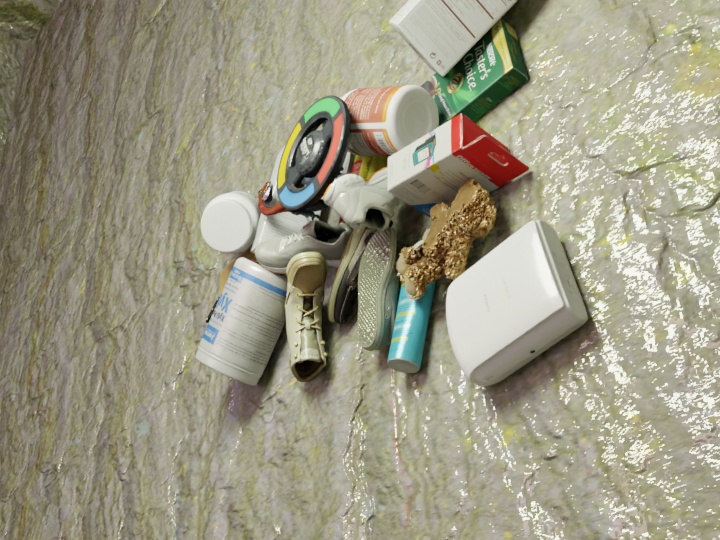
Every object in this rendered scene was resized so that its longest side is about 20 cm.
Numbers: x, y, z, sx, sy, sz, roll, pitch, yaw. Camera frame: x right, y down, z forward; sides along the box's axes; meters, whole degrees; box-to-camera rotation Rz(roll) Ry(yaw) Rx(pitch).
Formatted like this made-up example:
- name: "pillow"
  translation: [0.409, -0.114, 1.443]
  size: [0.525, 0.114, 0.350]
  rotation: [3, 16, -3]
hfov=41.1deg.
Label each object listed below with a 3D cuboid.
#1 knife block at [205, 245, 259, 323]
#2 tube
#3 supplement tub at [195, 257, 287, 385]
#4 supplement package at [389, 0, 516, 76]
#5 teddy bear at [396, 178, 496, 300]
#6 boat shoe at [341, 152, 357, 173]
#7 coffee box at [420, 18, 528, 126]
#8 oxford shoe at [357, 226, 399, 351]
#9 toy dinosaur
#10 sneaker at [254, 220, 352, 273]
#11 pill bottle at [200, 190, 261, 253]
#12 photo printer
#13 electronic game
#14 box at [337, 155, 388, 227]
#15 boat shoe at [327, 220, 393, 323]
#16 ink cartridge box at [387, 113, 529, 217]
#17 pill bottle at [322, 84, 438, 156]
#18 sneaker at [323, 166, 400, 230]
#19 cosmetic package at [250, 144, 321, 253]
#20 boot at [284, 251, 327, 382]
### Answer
- name: "knife block"
  translation: [-0.220, 0.062, 1.843]
  size: [0.199, 0.063, 0.178]
  rotation: [-34, 46, 34]
- name: "tube"
  translation: [0.084, 0.057, 1.485]
  size: [0.076, 0.050, 0.203]
  rotation: [-10, 55, 36]
- name: "supplement tub"
  translation: [-0.205, 0.092, 1.750]
  size: [0.131, 0.131, 0.203]
  rotation: [19, 84, 54]
- name: "supplement package"
  translation: [0.158, -0.434, 1.563]
  size: [0.200, 0.117, 0.117]
  rotation: [-45, 14, 8]
- name: "teddy bear"
  translation: [0.131, -0.041, 1.453]
  size: [0.201, 0.066, 0.145]
  rotation: [-54, 25, 2]
- name: "boat shoe"
  translation: [-0.021, -0.212, 1.748]
  size: [0.067, 0.073, 0.203]
  rotation: [0, 78, 42]
- name: "coffee box"
  translation: [0.179, -0.307, 1.576]
  size: [0.199, 0.044, 0.125]
  rotation: [-35, 45, 35]
- name: "oxford shoe"
  translation: [0.035, 0.031, 1.534]
  size: [0.075, 0.057, 0.204]
  rotation: [-12, 68, 50]
- name: "toy dinosaur"
  translation: [-0.111, -0.138, 1.662]
  size: [0.179, 0.200, 0.107]
  rotation: [-20, 90, 16]
- name: "sneaker"
  translation: [-0.095, -0.052, 1.664]
  size: [0.196, 0.093, 0.077]
  rotation: [-5, 53, 14]
- name: "pill bottle"
  translation: [-0.245, -0.093, 1.852]
  size: [0.115, 0.112, 0.200]
  rotation: [-59, 2, 7]
- name: "photo printer"
  translation: [0.201, 0.050, 1.315]
  size: [0.199, 0.069, 0.168]
  rotation: [-39, 43, 30]
- name: "electronic game"
  translation: [-0.079, -0.192, 1.574]
  size: [0.199, 0.041, 0.203]
  rotation: [-36, 43, 42]
- name: "box"
  translation: [0.020, -0.164, 1.687]
  size: [0.075, 0.050, 0.204]
  rotation: [-4, 67, 49]
- name: "boat shoe"
  translation: [0.000, -0.001, 1.599]
  size: [0.065, 0.072, 0.204]
  rotation: [20, 100, 13]
- name: "ink cartridge box"
  translation: [0.148, -0.163, 1.469]
  size: [0.198, 0.115, 0.068]
  rotation: [-26, 49, 40]
- name: "pill bottle"
  translation: [0.027, -0.248, 1.597]
  size: [0.198, 0.111, 0.114]
  rotation: [10, 77, 50]
- name: "sneaker"
  translation: [0.033, -0.106, 1.533]
  size: [0.093, 0.198, 0.076]
  rotation: [55, 135, 20]
- name: "cosmetic package"
  translation: [-0.127, -0.119, 1.790]
  size: [0.071, 0.100, 0.203]
  rotation: [153, 134, -68]
- name: "boot"
  translation: [-0.089, 0.079, 1.612]
  size: [0.201, 0.071, 0.157]
  rotation: [106, 162, -53]
